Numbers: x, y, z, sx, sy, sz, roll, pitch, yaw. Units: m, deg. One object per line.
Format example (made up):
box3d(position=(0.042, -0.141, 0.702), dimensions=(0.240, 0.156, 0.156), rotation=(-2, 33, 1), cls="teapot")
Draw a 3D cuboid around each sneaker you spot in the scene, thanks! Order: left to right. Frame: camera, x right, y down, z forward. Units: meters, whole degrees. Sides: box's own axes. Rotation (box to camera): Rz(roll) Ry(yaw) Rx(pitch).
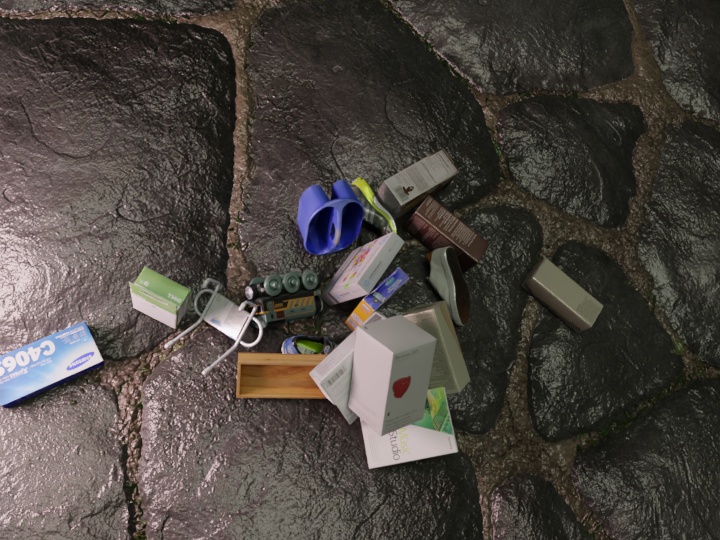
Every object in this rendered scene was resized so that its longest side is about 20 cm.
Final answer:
box3d(position=(-0.074, 0.194, 1.450), dimensions=(0.200, 0.089, 0.079), rotation=(17, 67, -13), cls="sneaker")
box3d(position=(0.019, -0.133, 1.614), dimensions=(0.081, 0.074, 0.200), rotation=(-31, 75, -18), cls="sneaker")
box3d(position=(0.215, 0.042, 1.617), dimensions=(0.073, 0.085, 0.200), rotation=(-20, 97, -48), cls="sneaker")

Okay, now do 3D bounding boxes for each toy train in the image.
box3d(position=(-0.167, 0.063, 1.454), dimensions=(0.200, 0.085, 0.114), rotation=(-8, 90, -45), cls="toy train")

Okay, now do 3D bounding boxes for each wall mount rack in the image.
box3d(position=(-0.313, 0.119, 1.380), dimensions=(0.200, 0.075, 0.174), rotation=(28, 89, 26), cls="wall mount rack")

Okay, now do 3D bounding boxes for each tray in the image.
box3d(position=(-0.164, 0.226, 1.396), dimensions=(0.199, 0.099, 0.037), rotation=(2, 31, -11), cls="tray")

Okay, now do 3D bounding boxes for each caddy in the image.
box3d(position=(-0.068, -0.115, 1.511), dimensions=(0.141, 0.200, 0.105), rotation=(-13, 59, -19), cls="caddy")

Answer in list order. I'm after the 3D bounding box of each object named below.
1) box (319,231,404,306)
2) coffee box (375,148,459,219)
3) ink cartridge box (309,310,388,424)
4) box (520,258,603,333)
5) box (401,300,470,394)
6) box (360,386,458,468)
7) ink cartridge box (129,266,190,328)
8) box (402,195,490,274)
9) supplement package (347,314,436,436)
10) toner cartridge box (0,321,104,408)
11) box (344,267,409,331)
box3d(position=(0.000, 0.000, 1.480), dimensions=(0.041, 0.200, 0.156), rotation=(43, 65, -15), cls="box")
box3d(position=(0.139, -0.214, 1.650), dimensions=(0.200, 0.114, 0.080), rotation=(-32, 82, -25), cls="coffee box")
box3d(position=(0.005, 0.212, 1.407), dimensions=(0.200, 0.174, 0.044), rotation=(-42, 45, -16), cls="ink cartridge box")
box3d(position=(0.524, 0.066, 1.694), dimensions=(0.200, 0.068, 0.082), rotation=(41, 64, 0), cls="box")
box3d(position=(0.172, 0.180, 1.490), dimensions=(0.078, 0.095, 0.200), rotation=(-26, 101, -58), cls="box")
box3d(position=(0.104, 0.347, 1.435), dimensions=(0.200, 0.036, 0.145), rotation=(-13, 74, 5), cls="box")
box3d(position=(-0.410, 0.051, 1.335), dimensions=(0.104, 0.200, 0.059), rotation=(29, 67, -6), cls="ink cartridge box")
box3d(position=(0.215, -0.088, 1.635), dimensions=(0.200, 0.100, 0.075), rotation=(41, 65, -1), cls="box")
box3d(position=(0.063, 0.214, 1.342), dimensions=(0.121, 0.200, 0.120), rotation=(-13, 30, -35), cls="supplement package")
box3d(position=(-0.632, 0.188, 1.305), dimensions=(0.200, 0.043, 0.095), rotation=(-25, 81, -24), cls="toner cartridge box")
box3d(position=(0.038, 0.066, 1.469), dimensions=(0.041, 0.200, 0.119), rotation=(47, 65, 3), cls="box")
